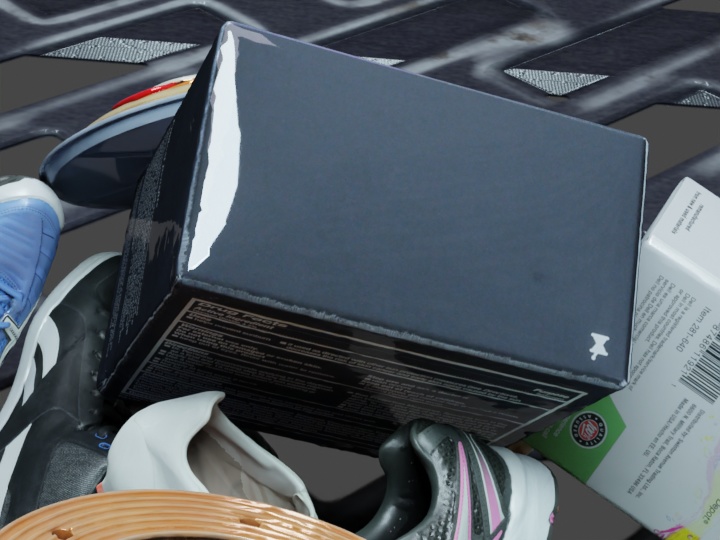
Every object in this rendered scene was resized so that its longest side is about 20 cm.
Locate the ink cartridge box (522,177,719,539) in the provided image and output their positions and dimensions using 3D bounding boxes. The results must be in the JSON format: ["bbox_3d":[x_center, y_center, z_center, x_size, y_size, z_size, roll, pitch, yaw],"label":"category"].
[{"bbox_3d":[0.203,0.075,0.871,0.199,0.146,0.084,35,35,7],"label":"ink cartridge box"}]

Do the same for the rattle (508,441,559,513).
[{"bbox_3d":[0.074,0.085,1.000,0.130,0.143,0.200,-36,57,-3],"label":"rattle"}]

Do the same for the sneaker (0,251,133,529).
[{"bbox_3d":[-0.129,0.078,0.885,0.111,0.073,0.201,3,52,33],"label":"sneaker"}]

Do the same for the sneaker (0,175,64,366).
[{"bbox_3d":[-0.211,0.044,0.892,0.075,0.201,0.077,26,11,-38],"label":"sneaker"}]

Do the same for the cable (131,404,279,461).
[{"bbox_3d":[-0.111,0.080,0.950,0.096,0.051,0.200,-25,41,-8],"label":"cable"}]

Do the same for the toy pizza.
[{"bbox_3d":[-0.074,-0.076,0.914,0.198,0.032,0.200,-12,-10,-2],"label":"toy pizza"}]

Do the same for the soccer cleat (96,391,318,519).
[{"bbox_3d":[-0.036,0.141,0.758,0.077,0.201,0.069,-29,15,35],"label":"soccer cleat"}]

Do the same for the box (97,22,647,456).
[{"bbox_3d":[0.000,0.000,0.790,0.198,0.198,0.125,14,70,-15],"label":"box"}]

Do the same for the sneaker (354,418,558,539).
[{"bbox_3d":[0.014,0.155,0.731,0.086,0.080,0.202,34,56,-28],"label":"sneaker"}]

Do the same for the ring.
[{"bbox_3d":[-0.046,0.134,0.620,0.198,0.019,0.201,12,19,-4],"label":"ring"}]

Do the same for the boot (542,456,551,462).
[{"bbox_3d":[0.211,0.072,1.019,0.197,0.066,0.165,12,34,3],"label":"boot"}]
